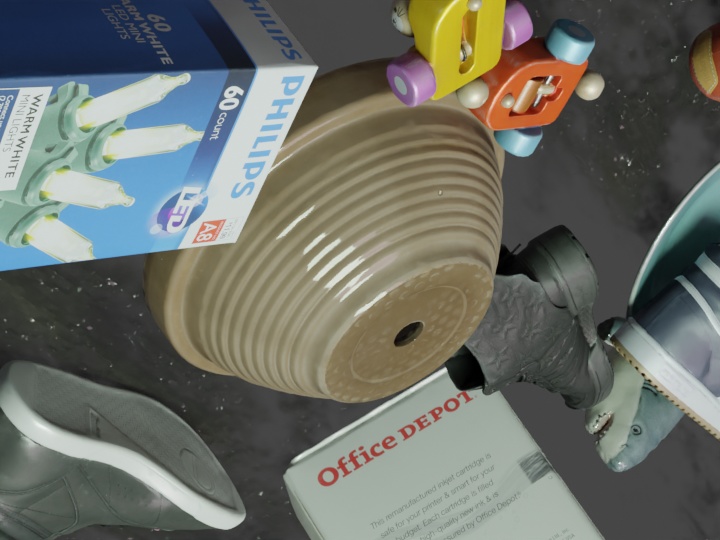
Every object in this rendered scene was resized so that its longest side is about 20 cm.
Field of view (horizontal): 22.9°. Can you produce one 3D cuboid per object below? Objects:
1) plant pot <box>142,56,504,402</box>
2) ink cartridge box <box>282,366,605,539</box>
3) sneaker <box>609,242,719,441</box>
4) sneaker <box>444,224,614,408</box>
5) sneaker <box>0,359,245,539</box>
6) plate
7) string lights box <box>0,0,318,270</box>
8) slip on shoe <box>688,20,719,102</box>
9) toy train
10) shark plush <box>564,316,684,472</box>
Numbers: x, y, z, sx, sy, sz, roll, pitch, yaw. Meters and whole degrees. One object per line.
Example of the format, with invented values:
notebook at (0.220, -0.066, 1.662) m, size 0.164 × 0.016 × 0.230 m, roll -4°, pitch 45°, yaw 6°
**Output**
plant pot at (0.000, 0.000, 0.884) m, size 0.200 × 0.093 × 0.201 m, roll -26°, pitch 149°, yaw -17°
ink cartridge box at (0.065, 0.177, 1.092) m, size 0.146 × 0.200 × 0.083 m, roll -30°, pitch 153°, yaw -11°
sneaker at (0.254, 0.057, 1.142) m, size 0.109 × 0.070 × 0.200 m, roll -49°, pitch 129°, yaw 7°
sneaker at (0.092, 0.040, 1.072) m, size 0.104 × 0.060 × 0.200 m, roll -31°, pitch 145°, yaw -11°
sneaker at (-0.146, 0.115, 0.921) m, size 0.099 × 0.071 × 0.200 m, roll -42°, pitch 144°, yaw 13°
plate at (0.244, -0.018, 1.157) m, size 0.199 × 0.026 × 0.201 m, roll -25°, pitch 138°, yaw -24°
string lights box at (-0.125, -0.057, 0.706) m, size 0.199 × 0.059 × 0.103 m, roll -8°, pitch 139°, yaw -40°
slip on shoe at (0.243, -0.107, 1.023) m, size 0.061 × 0.075 × 0.200 m, roll -14°, pitch 167°, yaw 29°
toy train at (0.076, -0.140, 0.803) m, size 0.150 × 0.056 × 0.201 m, roll -15°, pitch 141°, yaw -42°
shark plush at (0.229, 0.081, 1.241) m, size 0.199 × 0.083 × 0.091 m, roll -9°, pitch 141°, yaw -38°
